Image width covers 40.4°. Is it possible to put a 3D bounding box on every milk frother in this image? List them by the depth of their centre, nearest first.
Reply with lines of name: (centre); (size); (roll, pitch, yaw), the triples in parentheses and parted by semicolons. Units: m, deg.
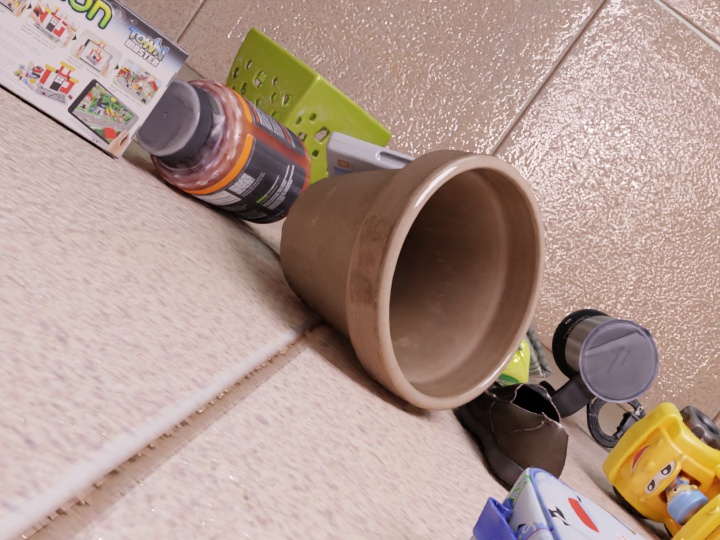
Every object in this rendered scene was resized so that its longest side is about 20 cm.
milk frother: (0.380, 0.171, 1.459); (0.198, 0.182, 0.188); (30, 2, -1)

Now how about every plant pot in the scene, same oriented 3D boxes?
plant pot: (0.026, -0.007, 0.804); (0.173, 0.203, 0.199); (17, -9, 42)
plant pot: (-0.107, -0.213, 1.472); (0.199, 0.182, 0.199); (31, 9, -49)

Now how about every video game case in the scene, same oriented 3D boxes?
video game case: (0.057, -0.048, 0.932); (0.179, 0.022, 0.201); (19, -20, 9)

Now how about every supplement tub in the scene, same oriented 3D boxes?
supplement tub: (-0.132, -0.117, 0.943); (0.107, 0.108, 0.200); (40, 5, 25)

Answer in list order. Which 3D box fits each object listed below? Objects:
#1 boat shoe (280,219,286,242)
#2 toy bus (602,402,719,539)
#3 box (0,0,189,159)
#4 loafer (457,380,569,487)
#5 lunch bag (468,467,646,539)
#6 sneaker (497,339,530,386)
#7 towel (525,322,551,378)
boat shoe: (0.000, 0.000, 1.015); (0.198, 0.073, 0.062); (29, 13, -29)
toy bus: (0.379, 0.269, 1.053); (0.199, 0.136, 0.193); (34, 22, -13)
box: (-0.248, -0.189, 0.784); (0.199, 0.111, 0.035); (34, 6, -35)
loafer: (0.140, 0.131, 0.839); (0.073, 0.072, 0.200); (36, 6, -12)
lunch bag: (0.114, 0.167, 0.404); (0.159, 0.076, 0.200); (35, 7, -6)
sneaker: (0.124, 0.092, 1.149); (0.199, 0.073, 0.085); (34, -32, 53)
towel: (0.138, 0.040, 1.182); (0.202, 0.034, 0.192); (63, -16, -6)
